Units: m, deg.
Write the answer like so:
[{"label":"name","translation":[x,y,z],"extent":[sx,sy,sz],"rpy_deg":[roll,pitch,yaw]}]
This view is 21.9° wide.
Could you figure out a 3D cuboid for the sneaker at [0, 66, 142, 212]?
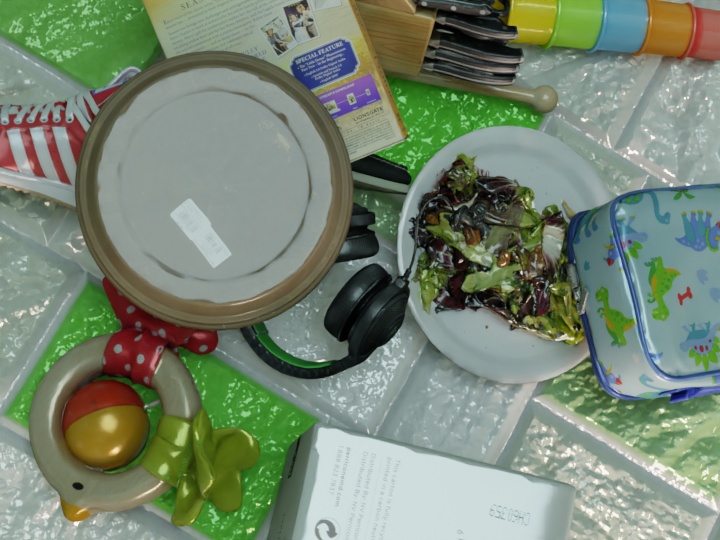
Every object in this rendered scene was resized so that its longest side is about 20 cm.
[{"label":"sneaker","translation":[-0.222,-0.111,1.368],"extent":[0.199,0.071,0.113],"rpy_deg":[20,108,-13]}]

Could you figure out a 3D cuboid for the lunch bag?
[{"label":"lunch bag","translation":[0.257,0.018,1.427],"extent":[0.199,0.082,0.162],"rpy_deg":[-6,77,-33]}]

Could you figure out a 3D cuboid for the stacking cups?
[{"label":"stacking cups","translation":[0.208,-0.202,1.500],"extent":[0.199,0.061,0.061],"rpy_deg":[4,77,-10]}]

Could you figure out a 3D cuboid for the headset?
[{"label":"headset","translation":[0.000,0.000,1.384],"extent":[0.199,0.094,0.124],"rpy_deg":[-28,85,24]}]

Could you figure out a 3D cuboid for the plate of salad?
[{"label":"plate of salad","translation":[0.123,-0.014,1.433],"extent":[0.199,0.048,0.201],"rpy_deg":[2,85,-21]}]

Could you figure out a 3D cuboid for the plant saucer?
[{"label":"plant saucer","translation":[-0.102,-0.058,1.316],"extent":[0.199,0.029,0.201],"rpy_deg":[1,86,-7]}]

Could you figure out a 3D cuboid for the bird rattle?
[{"label":"bird rattle","translation":[-0.165,0.096,1.344],"extent":[0.162,0.113,0.201],"rpy_deg":[-22,79,2]}]

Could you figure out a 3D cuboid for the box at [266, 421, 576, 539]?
[{"label":"box","translation":[0.031,0.232,1.331],"extent":[0.199,0.131,0.200],"rpy_deg":[14,75,-7]}]

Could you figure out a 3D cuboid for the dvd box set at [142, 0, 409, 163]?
[{"label":"dvd box set","translation":[-0.068,-0.162,1.357],"extent":[0.146,0.029,0.201],"rpy_deg":[-22,96,12]}]

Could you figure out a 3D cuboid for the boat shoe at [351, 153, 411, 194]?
[{"label":"boat shoe","translation":[-0.049,-0.111,1.423],"extent":[0.198,0.075,0.066],"rpy_deg":[17,86,3]}]

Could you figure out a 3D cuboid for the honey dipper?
[{"label":"honey dipper","translation":[0.060,-0.152,1.474],"extent":[0.199,0.038,0.038],"rpy_deg":[10,76,-10]}]

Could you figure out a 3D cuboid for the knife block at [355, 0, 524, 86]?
[{"label":"knife block","translation":[0.023,-0.191,1.433],"extent":[0.176,0.199,0.064],"rpy_deg":[44,43,-36]}]
